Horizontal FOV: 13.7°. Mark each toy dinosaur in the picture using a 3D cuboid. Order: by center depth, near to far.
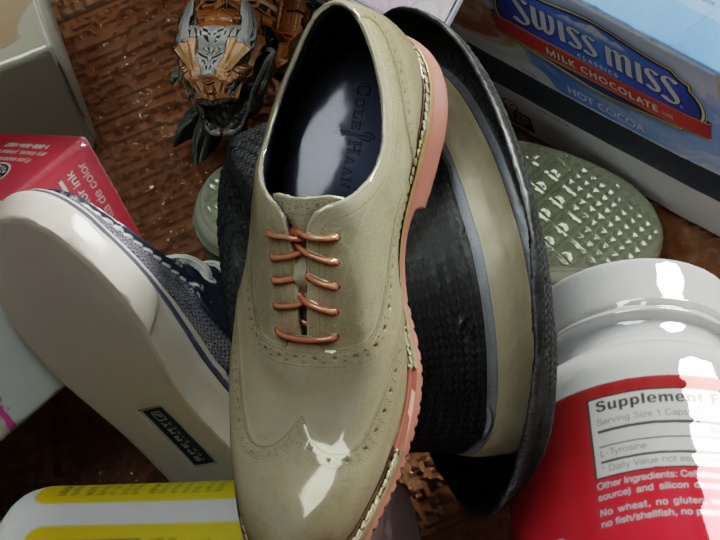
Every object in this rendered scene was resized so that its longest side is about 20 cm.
[{"bbox_3d":[-0.032,-0.120,1.290,0.102,0.136,0.200,15,46,29],"label":"toy dinosaur"}]

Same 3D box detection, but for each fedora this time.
[{"bbox_3d":[0.000,0.000,1.126,0.091,0.201,0.201,-8,53,-19],"label":"fedora"}]

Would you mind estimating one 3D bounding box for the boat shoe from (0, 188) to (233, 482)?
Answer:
[{"bbox_3d":[-0.067,0.018,1.194,0.074,0.200,0.093,-5,44,40],"label":"boat shoe"}]

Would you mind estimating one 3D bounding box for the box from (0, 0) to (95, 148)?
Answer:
[{"bbox_3d":[-0.230,-0.074,1.352,0.199,0.078,0.095,-22,54,-1],"label":"box"}]

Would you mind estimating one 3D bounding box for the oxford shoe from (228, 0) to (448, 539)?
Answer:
[{"bbox_3d":[-0.018,0.004,1.025,0.070,0.074,0.201,1,76,18],"label":"oxford shoe"}]

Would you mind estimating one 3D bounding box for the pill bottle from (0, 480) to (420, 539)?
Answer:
[{"bbox_3d":[-0.080,0.138,1.155,0.199,0.115,0.115,-3,57,12],"label":"pill bottle"}]

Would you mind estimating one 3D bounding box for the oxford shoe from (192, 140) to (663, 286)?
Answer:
[{"bbox_3d":[0.028,-0.014,1.268,0.199,0.058,0.076,0,49,-5],"label":"oxford shoe"}]

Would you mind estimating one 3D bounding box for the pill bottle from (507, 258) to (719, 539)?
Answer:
[{"bbox_3d":[0.113,0.101,1.134,0.112,0.112,0.201,-9,55,7],"label":"pill bottle"}]

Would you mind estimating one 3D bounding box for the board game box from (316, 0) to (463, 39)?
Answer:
[{"bbox_3d":[-0.012,-0.218,1.199,0.199,0.041,0.200,29,86,2],"label":"board game box"}]

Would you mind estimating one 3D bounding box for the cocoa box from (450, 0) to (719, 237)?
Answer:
[{"bbox_3d":[0.121,-0.129,1.271,0.199,0.131,0.133,31,69,29],"label":"cocoa box"}]

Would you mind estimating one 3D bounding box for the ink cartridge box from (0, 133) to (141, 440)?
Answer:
[{"bbox_3d":[-0.200,0.032,1.215,0.200,0.083,0.145,-41,28,-30],"label":"ink cartridge box"}]
